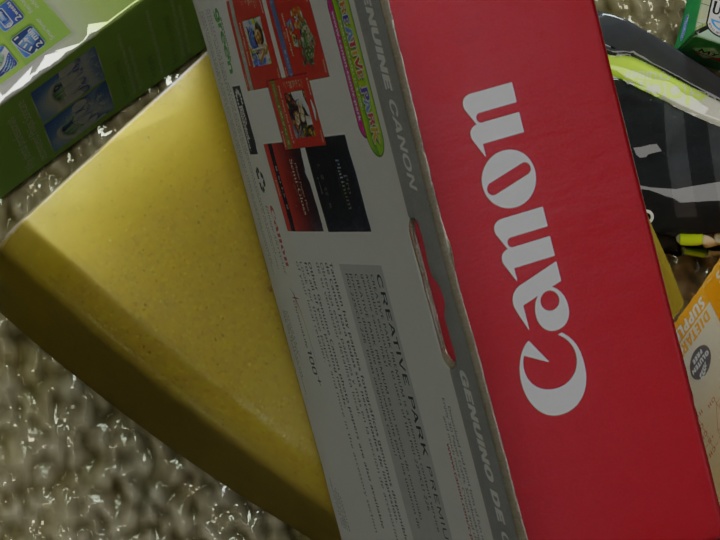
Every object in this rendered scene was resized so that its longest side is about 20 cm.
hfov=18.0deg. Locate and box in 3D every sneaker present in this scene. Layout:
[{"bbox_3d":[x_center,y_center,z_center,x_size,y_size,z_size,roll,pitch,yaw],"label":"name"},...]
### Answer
[{"bbox_3d":[0.139,-0.025,0.904,0.200,0.072,0.083,31,76,20],"label":"sneaker"}]

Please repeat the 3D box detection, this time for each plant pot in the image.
[{"bbox_3d":[0.000,0.000,0.839,0.200,0.200,0.176,-44,91,-12],"label":"plant pot"}]

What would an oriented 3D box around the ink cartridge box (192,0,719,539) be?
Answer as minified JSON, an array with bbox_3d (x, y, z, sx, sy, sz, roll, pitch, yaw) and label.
[{"bbox_3d":[0.033,-0.006,0.666,0.084,0.176,0.200,-17,97,-17],"label":"ink cartridge box"}]

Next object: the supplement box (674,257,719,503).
[{"bbox_3d":[0.183,0.059,0.757,0.073,0.126,0.200,12,34,-27],"label":"supplement box"}]

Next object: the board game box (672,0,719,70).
[{"bbox_3d":[0.238,-0.121,0.930,0.200,0.029,0.135,17,74,-7],"label":"board game box"}]

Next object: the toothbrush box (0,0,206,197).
[{"bbox_3d":[-0.150,-0.128,0.928,0.200,0.086,0.146,-37,75,-9],"label":"toothbrush box"}]
